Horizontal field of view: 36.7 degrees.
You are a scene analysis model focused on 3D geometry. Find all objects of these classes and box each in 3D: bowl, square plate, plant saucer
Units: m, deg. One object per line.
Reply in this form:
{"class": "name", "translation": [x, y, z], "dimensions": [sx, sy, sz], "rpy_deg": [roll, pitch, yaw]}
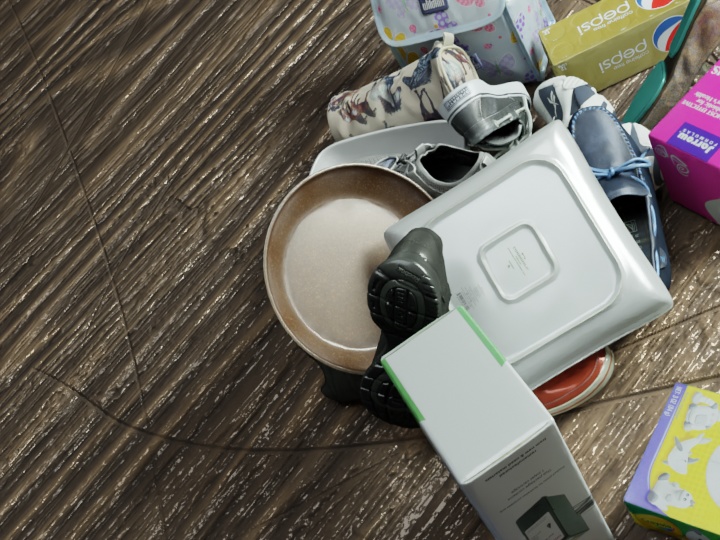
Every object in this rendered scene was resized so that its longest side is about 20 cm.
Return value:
{"class": "bowl", "translation": [0.032, -0.061, 1.184], "dimensions": [0.198, 0.075, 0.201], "rpy_deg": [-9, 51, 27]}
{"class": "square plate", "translation": [0.143, -0.004, 0.971], "dimensions": [0.197, 0.028, 0.201], "rpy_deg": [-32, 73, 10]}
{"class": "plant saucer", "translation": [0.000, 0.000, 1.029], "dimensions": [0.201, 0.200, 0.037], "rpy_deg": [-57, 11, -20]}

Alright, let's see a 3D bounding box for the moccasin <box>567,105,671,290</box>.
{"class": "moccasin", "translation": [0.245, -0.065, 0.999], "dimensions": [0.080, 0.068, 0.202], "rpy_deg": [-23, 76, 11]}

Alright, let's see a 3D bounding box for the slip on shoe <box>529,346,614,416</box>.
{"class": "slip on shoe", "translation": [0.134, 0.095, 1.001], "dimensions": [0.198, 0.061, 0.075], "rpy_deg": [-8, 49, 25]}

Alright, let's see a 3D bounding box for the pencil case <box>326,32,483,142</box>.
{"class": "pencil case", "translation": [0.046, -0.195, 1.249], "dimensions": [0.199, 0.077, 0.091], "rpy_deg": [-18, 76, 42]}

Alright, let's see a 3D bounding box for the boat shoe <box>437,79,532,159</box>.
{"class": "boat shoe", "translation": [0.147, -0.156, 1.143], "dimensions": [0.073, 0.199, 0.068], "rpy_deg": [-38, 80, 18]}

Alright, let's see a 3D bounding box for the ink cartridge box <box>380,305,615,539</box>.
{"class": "ink cartridge box", "translation": [0.113, 0.148, 0.871], "dimensions": [0.084, 0.201, 0.146], "rpy_deg": [-34, 44, -2]}

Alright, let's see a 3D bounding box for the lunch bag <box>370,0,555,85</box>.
{"class": "lunch bag", "translation": [0.110, -0.303, 1.245], "dimensions": [0.168, 0.200, 0.128], "rpy_deg": [-4, 52, 29]}

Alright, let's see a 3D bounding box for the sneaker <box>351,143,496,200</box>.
{"class": "sneaker", "translation": [0.063, -0.102, 1.088], "dimensions": [0.198, 0.082, 0.075], "rpy_deg": [4, 56, 33]}

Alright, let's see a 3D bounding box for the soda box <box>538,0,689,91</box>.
{"class": "soda box", "translation": [0.302, -0.264, 1.189], "dimensions": [0.198, 0.064, 0.068], "rpy_deg": [-25, 45, 13]}

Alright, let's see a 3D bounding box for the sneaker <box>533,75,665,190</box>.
{"class": "sneaker", "translation": [0.208, -0.116, 1.113], "dimensions": [0.129, 0.080, 0.199], "rpy_deg": [-36, 50, -6]}

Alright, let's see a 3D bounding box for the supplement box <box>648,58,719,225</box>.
{"class": "supplement box", "translation": [0.380, -0.145, 1.014], "dimensions": [0.200, 0.104, 0.101], "rpy_deg": [-46, 45, -7]}

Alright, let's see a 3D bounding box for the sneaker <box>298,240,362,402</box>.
{"class": "sneaker", "translation": [-0.033, 0.039, 1.088], "dimensions": [0.090, 0.076, 0.202], "rpy_deg": [-18, 84, 38]}

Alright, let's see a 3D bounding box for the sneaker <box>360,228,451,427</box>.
{"class": "sneaker", "translation": [0.049, 0.054, 0.942], "dimensions": [0.075, 0.202, 0.091], "rpy_deg": [16, 40, 12]}

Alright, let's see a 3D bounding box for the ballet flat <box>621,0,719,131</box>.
{"class": "ballet flat", "translation": [0.325, -0.195, 1.071], "dimensions": [0.067, 0.201, 0.068], "rpy_deg": [21, 45, -1]}

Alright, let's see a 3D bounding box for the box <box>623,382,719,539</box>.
{"class": "box", "translation": [0.317, 0.169, 0.834], "dimensions": [0.199, 0.048, 0.118], "rpy_deg": [14, 64, 38]}
